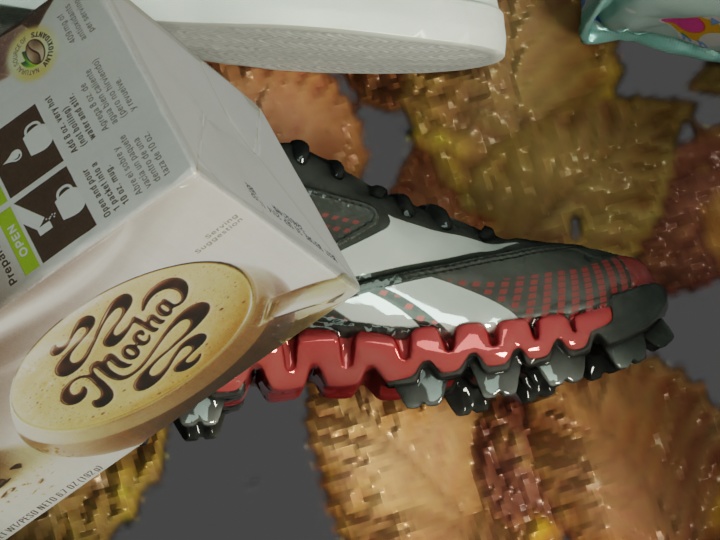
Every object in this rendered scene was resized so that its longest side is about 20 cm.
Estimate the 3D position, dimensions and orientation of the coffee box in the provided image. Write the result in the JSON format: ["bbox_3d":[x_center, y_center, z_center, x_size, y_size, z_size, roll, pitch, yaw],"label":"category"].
[{"bbox_3d":[-0.117,0.016,0.870,0.200,0.113,0.080,-35,61,10],"label":"coffee box"}]

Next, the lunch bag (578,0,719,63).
[{"bbox_3d":[0.142,-0.166,0.941,0.122,0.200,0.171,9,78,-5],"label":"lunch bag"}]

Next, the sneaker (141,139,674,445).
[{"bbox_3d":[0.000,0.000,0.952,0.200,0.071,0.098,-4,80,-7],"label":"sneaker"}]

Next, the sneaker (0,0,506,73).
[{"bbox_3d":[-0.046,-0.128,0.974,0.200,0.074,0.116,8,80,-4],"label":"sneaker"}]
